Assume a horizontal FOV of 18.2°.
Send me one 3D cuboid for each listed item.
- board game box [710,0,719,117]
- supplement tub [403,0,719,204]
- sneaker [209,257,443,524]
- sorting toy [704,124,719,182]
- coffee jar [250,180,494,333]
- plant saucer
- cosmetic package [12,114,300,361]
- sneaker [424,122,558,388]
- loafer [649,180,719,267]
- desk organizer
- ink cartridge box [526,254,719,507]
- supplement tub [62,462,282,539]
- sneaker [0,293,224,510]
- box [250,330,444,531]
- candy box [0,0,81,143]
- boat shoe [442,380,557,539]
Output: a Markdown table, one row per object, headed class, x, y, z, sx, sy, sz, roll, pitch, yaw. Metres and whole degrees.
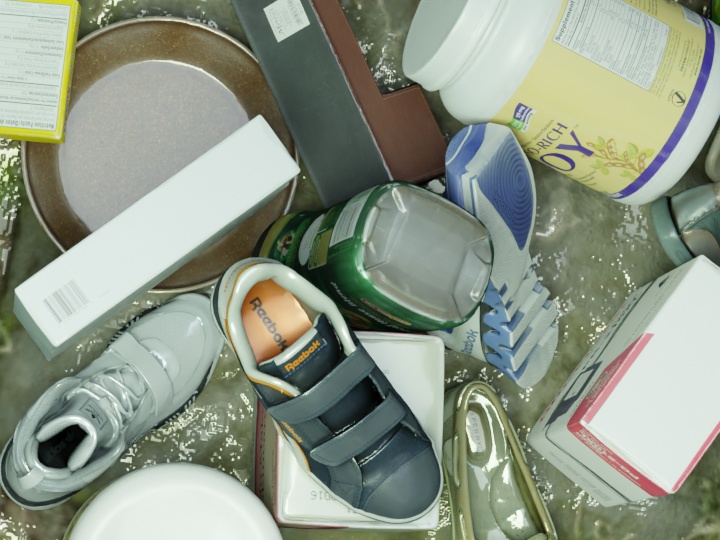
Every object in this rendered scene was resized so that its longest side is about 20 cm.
| class | x | y | z | sx | sy | sz | roll | pitch | yaw |
| --- | --- | --- | --- | --- | --- | --- | --- | --- | --- |
| board game box | 0.319 | -0.157 | 1.646 | 0.104 | 0.103 | 0.201 | -2 | 80 | -4 |
| supplement tub | 0.146 | -0.150 | 1.602 | 0.199 | 0.145 | 0.146 | 25 | 80 | -15 |
| sneaker | -0.022 | 0.077 | 1.402 | 0.078 | 0.079 | 0.200 | -42 | 89 | -10 |
| sorting toy | 0.382 | -0.114 | 1.711 | 0.199 | 0.036 | 0.186 | 26 | 80 | -6 |
| coffee jar | 0.000 | 0.000 | 1.534 | 0.104 | 0.200 | 0.086 | 26 | 73 | -21 |
| plant saucer | -0.145 | -0.082 | 1.624 | 0.199 | 0.037 | 0.201 | 1 | 84 | -8 |
| cosmetic package | -0.142 | -0.019 | 1.523 | 0.200 | 0.151 | 0.052 | -36 | 89 | -12 |
| sneaker | 0.065 | -0.008 | 1.596 | 0.115 | 0.200 | 0.081 | 11 | 42 | 31 |
| loafer | 0.280 | -0.001 | 1.613 | 0.063 | 0.200 | 0.072 | -29 | 50 | 22 |
| desk organizer | -0.015 | -0.142 | 1.620 | 0.077 | 0.072 | 0.201 | -23 | 87 | -47 |
| ink cartridge box | 0.204 | 0.082 | 1.579 | 0.084 | 0.200 | 0.145 | 38 | 79 | 0 |
| supplement tub | -0.130 | 0.203 | 1.511 | 0.145 | 0.200 | 0.146 | 1 | 83 | -9 |
| sneaker | -0.167 | 0.090 | 1.561 | 0.200 | 0.115 | 0.075 | -42 | 92 | -11 |
| box | -0.013 | 0.113 | 1.539 | 0.108 | 0.200 | 0.128 | 3 | 82 | -8 |
| candy box | -0.302 | -0.149 | 1.592 | 0.199 | 0.026 | 0.103 | 6 | 83 | 4 |
| boat shoe | 0.102 | 0.178 | 1.620 | 0.073 | 0.063 | 0.202 | -12 | 86 | -10 |
